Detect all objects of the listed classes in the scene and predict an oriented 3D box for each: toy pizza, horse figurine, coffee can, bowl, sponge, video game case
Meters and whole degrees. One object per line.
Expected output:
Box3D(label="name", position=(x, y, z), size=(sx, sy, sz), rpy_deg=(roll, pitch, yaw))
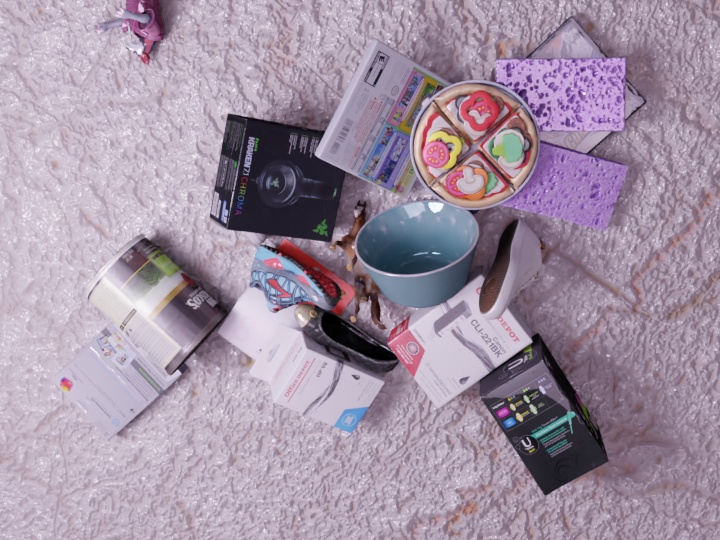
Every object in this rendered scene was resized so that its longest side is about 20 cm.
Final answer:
Box3D(label="toy pizza", position=(0.175, -0.188, 1.332), size=(0.199, 0.032, 0.201), rpy_deg=(1, 109, 4))
Box3D(label="horse figurine", position=(0.000, 0.000, 1.454), size=(0.050, 0.133, 0.201), rpy_deg=(-11, 112, 20))
Box3D(label="coffee can", position=(-0.347, 0.059, 1.486), size=(0.200, 0.146, 0.146), rpy_deg=(43, 104, -3))
Box3D(label="bowl", position=(0.098, -0.015, 1.406), size=(0.200, 0.201, 0.105), rpy_deg=(-7, 127, 9))
Box3D(label="sponge", position=(0.316, -0.139, 1.389), size=(0.199, 0.030, 0.112), rpy_deg=(12, 109, -13))
Box3D(label="sponge", position=(0.311, -0.273, 1.358), size=(0.199, 0.030, 0.112), rpy_deg=(1, 101, 7))
Box3D(label="video game case", position=(0.319, -0.267, 1.394), size=(0.200, 0.026, 0.181), rpy_deg=(-42, 94, 14))
Box3D(label="video game case", position=(0.046, -0.236, 1.384), size=(0.181, 0.022, 0.201), rpy_deg=(22, 101, -32))

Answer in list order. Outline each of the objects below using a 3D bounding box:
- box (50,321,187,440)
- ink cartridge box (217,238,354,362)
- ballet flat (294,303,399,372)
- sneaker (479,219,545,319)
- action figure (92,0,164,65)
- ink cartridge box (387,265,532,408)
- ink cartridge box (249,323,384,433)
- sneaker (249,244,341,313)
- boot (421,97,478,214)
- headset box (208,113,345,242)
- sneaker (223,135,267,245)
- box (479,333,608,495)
Box3D(label="box", position=(-0.436, 0.187, 1.580), size=(0.200, 0.041, 0.156), rpy_deg=(-42, 94, 12))
Box3D(label="ink cartridge box", position=(-0.128, 0.073, 1.513), size=(0.162, 0.057, 0.200), rpy_deg=(35, 108, -1))
Box3D(label="ballet flat", position=(-0.021, 0.107, 1.473), size=(0.199, 0.067, 0.057), rpy_deg=(30, 143, -12))
Box3D(label="sneaker", position=(0.251, 0.010, 1.379), size=(0.085, 0.200, 0.073), rpy_deg=(37, 142, -12))
Box3D(label="action figure", position=(-0.354, -0.437, 1.425), size=(0.148, 0.134, 0.201), rpy_deg=(-20, 118, -32))
Box3D(label="ink cartridge box", position=(0.168, 0.109, 1.464), size=(0.200, 0.084, 0.145), rpy_deg=(-38, 95, 12))
Box3D(label="ink cartridge box", position=(-0.075, 0.184, 1.484), size=(0.199, 0.067, 0.116), rpy_deg=(26, 106, -23))
Box3D(label="sneaker", position=(-0.110, 0.033, 1.436), size=(0.200, 0.079, 0.096), rpy_deg=(29, 97, 43))
Box3D(label="boot", position=(0.149, -0.179, 1.398), size=(0.200, 0.073, 0.090), rpy_deg=(42, 108, -16))
Box3D(label="headset box", position=(-0.123, -0.145, 1.400), size=(0.199, 0.093, 0.175), rpy_deg=(7, 102, -30))
Box3D(label="sneaker", position=(-0.169, -0.144, 1.457), size=(0.084, 0.073, 0.201), rpy_deg=(-8, 100, 11))
Box3D(label="box", position=(0.298, 0.234, 1.441), size=(0.124, 0.149, 0.200), rpy_deg=(-33, 96, 14))
